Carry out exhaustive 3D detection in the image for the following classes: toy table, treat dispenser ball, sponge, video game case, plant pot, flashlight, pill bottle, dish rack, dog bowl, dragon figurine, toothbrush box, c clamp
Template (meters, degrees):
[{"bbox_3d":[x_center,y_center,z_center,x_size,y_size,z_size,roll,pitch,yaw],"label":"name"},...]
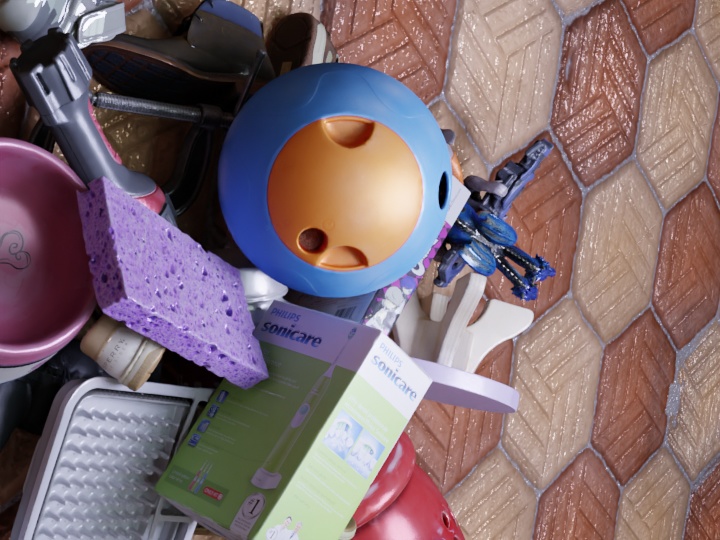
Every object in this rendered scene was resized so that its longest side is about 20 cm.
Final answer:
[{"bbox_3d":[0.083,0.072,1.488,0.200,0.184,0.117,19,76,-21],"label":"toy table"},{"bbox_3d":[-0.022,-0.077,1.198,0.201,0.201,0.201,-13,107,-48],"label":"treat dispenser ball"},{"bbox_3d":[-0.147,0.014,1.114,0.200,0.030,0.112,39,29,-54],"label":"sponge"},{"bbox_3d":[0.000,0.000,1.348,0.036,0.200,0.181,40,63,-20],"label":"video game case"},{"bbox_3d":[-0.006,0.260,1.389,0.200,0.200,0.183,-44,124,-36],"label":"plant pot"},{"bbox_3d":[-0.211,-0.100,1.120,0.068,0.068,0.200,-35,130,-16],"label":"flashlight"},{"bbox_3d":[-0.113,0.086,1.292,0.114,0.114,0.200,-14,107,-48],"label":"pill bottle"},{"bbox_3d":[-0.204,0.169,1.171,0.200,0.043,0.172,15,95,-56],"label":"dish rack"},{"bbox_3d":[-0.281,-0.013,1.061,0.200,0.074,0.201,10,75,-40],"label":"dog bowl"},{"bbox_3d":[0.123,-0.035,1.449,0.200,0.099,0.059,33,97,-41],"label":"dragon figurine"},{"bbox_3d":[-0.057,0.138,1.178,0.086,0.145,0.200,44,70,-38],"label":"toothbrush box"},{"bbox_3d":[-0.189,-0.117,1.185,0.200,0.027,0.171,-1,120,-36],"label":"c clamp"}]

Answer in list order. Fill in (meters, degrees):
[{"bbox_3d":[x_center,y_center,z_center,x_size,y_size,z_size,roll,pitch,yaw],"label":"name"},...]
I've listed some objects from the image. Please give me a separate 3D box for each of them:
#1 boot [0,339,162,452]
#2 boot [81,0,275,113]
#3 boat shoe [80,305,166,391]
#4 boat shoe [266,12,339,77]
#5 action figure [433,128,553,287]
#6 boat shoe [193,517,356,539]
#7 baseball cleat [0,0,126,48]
[{"bbox_3d":[-0.261,0.135,1.173,0.200,0.066,0.165,24,80,-54],"label":"boot"},{"bbox_3d":[-0.160,-0.198,1.239,0.200,0.075,0.097,15,61,-41],"label":"boot"},{"bbox_3d":[-0.193,0.024,1.167,0.069,0.200,0.074,31,107,-15],"label":"boat shoe"},{"bbox_3d":[-0.065,-0.142,1.340,0.075,0.075,0.203,38,68,-53],"label":"boat shoe"},{"bbox_3d":[0.109,-0.094,1.535,0.200,0.105,0.193,-49,141,1],"label":"action figure"},{"bbox_3d":[-0.097,0.230,1.275,0.073,0.200,0.063,-5,103,-67],"label":"boat shoe"},{"bbox_3d":[-0.215,-0.254,1.137,0.106,0.070,0.200,45,73,-29],"label":"baseball cleat"}]
